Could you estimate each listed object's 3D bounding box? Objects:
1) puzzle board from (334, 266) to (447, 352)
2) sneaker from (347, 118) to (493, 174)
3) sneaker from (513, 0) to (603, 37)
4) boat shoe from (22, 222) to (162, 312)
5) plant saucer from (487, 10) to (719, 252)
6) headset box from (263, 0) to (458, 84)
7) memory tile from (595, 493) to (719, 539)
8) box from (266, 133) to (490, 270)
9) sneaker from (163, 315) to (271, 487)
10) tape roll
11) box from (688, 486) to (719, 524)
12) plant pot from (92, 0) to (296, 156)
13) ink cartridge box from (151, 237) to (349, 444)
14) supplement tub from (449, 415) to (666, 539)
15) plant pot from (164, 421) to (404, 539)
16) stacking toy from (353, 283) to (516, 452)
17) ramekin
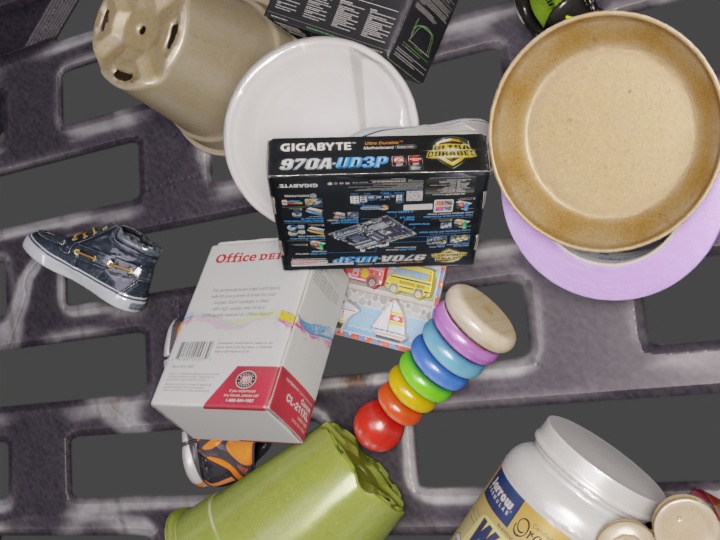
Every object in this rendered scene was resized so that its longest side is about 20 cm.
[{"bbox_3d":[0.000,0.000,0.986,0.199,0.017,0.152,12,90,29],"label":"puzzle board"},{"bbox_3d":[0.051,-0.109,0.883,0.199,0.071,0.073,-18,114,-10],"label":"sneaker"},{"bbox_3d":[0.214,-0.225,0.857,0.074,0.087,0.200,-45,67,16],"label":"sneaker"},{"bbox_3d":[-0.340,-0.028,1.142,0.200,0.071,0.091,26,95,21],"label":"boat shoe"},{"bbox_3d":[0.209,-0.117,0.763,0.199,0.035,0.201,6,103,27],"label":"plant saucer"},{"bbox_3d":[0.019,-0.331,0.967,0.174,0.093,0.201,25,95,28],"label":"headset box"},{"bbox_3d":[0.242,0.289,0.698,0.153,0.017,0.201,-26,85,12],"label":"memory tile"},{"bbox_3d":[0.017,-0.061,0.847,0.199,0.159,0.046,-2,59,1],"label":"box"},{"bbox_3d":[-0.154,0.144,1.026,0.112,0.078,0.201,-13,89,22],"label":"sneaker"},{"bbox_3d":[0.233,-0.077,0.816,0.199,0.066,0.201,6,104,27],"label":"tape roll"},{"bbox_3d":[0.277,0.298,0.759,0.095,0.100,0.201,29,98,27],"label":"box"},{"bbox_3d":[-0.196,-0.249,1.022,0.199,0.183,0.202,-4,82,28],"label":"plant pot"},{"bbox_3d":[-0.109,0.071,0.936,0.145,0.083,0.201,-3,54,29],"label":"ink cartridge box"},{"bbox_3d":[0.165,0.246,0.799,0.144,0.144,0.201,36,101,26],"label":"supplement tub"},{"bbox_3d":[-0.061,0.261,0.910,0.190,0.200,0.200,-43,67,3],"label":"plant pot"},{"bbox_3d":[0.065,0.110,0.912,0.200,0.085,0.085,-50,65,22],"label":"stacking toy"},{"bbox_3d":[-0.045,-0.147,0.935,0.203,0.202,0.094,-58,22,10],"label":"ramekin"}]
